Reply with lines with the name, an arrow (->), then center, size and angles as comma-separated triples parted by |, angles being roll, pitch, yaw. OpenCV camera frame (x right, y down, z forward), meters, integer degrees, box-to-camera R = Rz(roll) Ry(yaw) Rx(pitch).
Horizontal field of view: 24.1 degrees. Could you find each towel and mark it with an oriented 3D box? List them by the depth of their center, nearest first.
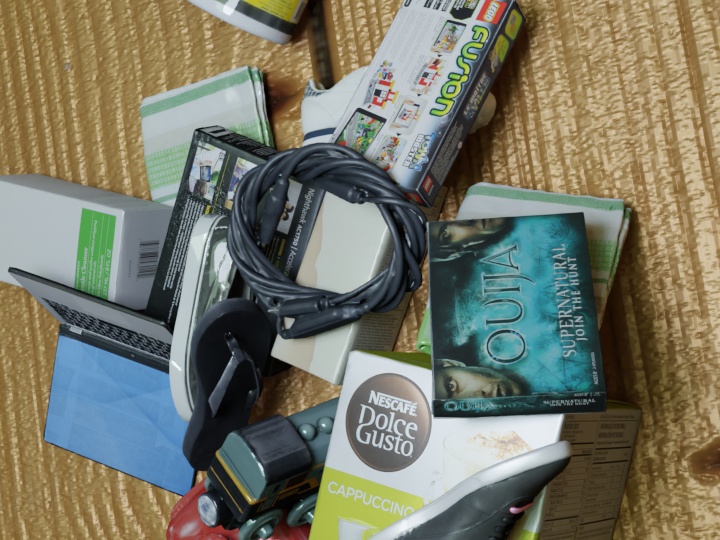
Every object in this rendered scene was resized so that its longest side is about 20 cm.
towel -> 0.139, 0.007, 1.427 | 0.148, 0.031, 0.201 | 8, 46, 15
towel -> -0.145, -0.090, 1.681 | 0.148, 0.031, 0.201 | -14, 82, 29

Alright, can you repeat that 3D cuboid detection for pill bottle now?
pill bottle -> -0.080, -0.329, 1.611 | 0.114, 0.114, 0.201 | 30, 100, 27

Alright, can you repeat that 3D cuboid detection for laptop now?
laptop -> -0.253, 0.111, 1.650 | 0.186, 0.200, 0.116 | 17, 71, 24

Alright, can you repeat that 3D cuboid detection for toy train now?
toy train -> -0.050, 0.167, 1.481 | 0.085, 0.199, 0.114 | 54, 137, 24

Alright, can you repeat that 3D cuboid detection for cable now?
cable -> -0.027, -0.033, 1.477 | 0.199, 0.051, 0.164 | -21, 88, 35

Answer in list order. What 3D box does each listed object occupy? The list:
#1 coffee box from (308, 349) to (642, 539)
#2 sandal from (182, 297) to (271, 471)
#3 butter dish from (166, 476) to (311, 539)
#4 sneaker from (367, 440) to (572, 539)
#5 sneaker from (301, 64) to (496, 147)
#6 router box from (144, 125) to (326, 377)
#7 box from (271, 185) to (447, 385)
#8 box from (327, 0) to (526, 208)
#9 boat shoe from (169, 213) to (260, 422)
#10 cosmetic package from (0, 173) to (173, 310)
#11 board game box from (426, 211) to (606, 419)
coffee box -> 0.097, 0.183, 1.427 | 0.199, 0.200, 0.199 | 14, 93, 28
sandal -> -0.117, 0.108, 1.541 | 0.043, 0.076, 0.201 | 50, 143, 41
butter dish -> -0.101, 0.261, 1.559 | 0.200, 0.148, 0.200 | -37, 71, 21
sneaker -> 0.097, 0.208, 1.277 | 0.200, 0.071, 0.100 | -36, 73, 26
sneaker -> 0.031, -0.156, 1.566 | 0.199, 0.076, 0.081 | -7, 72, 26
router box -> -0.113, -0.018, 1.613 | 0.148, 0.051, 0.201 | 24, 108, 19
box -> 0.000, 0.000, 1.556 | 0.077, 0.095, 0.201 | 22, 95, 28
box -> 0.055, -0.160, 1.494 | 0.110, 0.035, 0.201 | 18, 73, 32
boat shoe -> -0.130, 0.050, 1.565 | 0.063, 0.071, 0.201 | 13, 104, 24
cosmetic package -> -0.290, -0.030, 1.706 | 0.199, 0.085, 0.108 | 12, 101, 32
board game box -> 0.121, 0.033, 1.350 | 0.134, 0.028, 0.201 | -3, 44, 3
